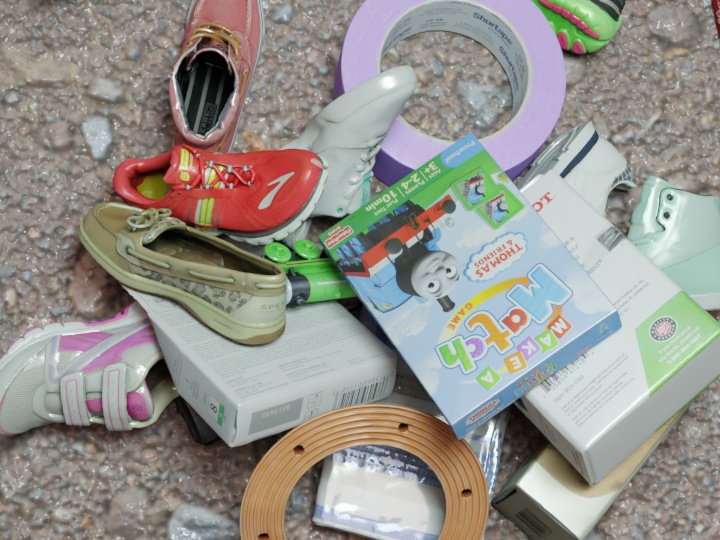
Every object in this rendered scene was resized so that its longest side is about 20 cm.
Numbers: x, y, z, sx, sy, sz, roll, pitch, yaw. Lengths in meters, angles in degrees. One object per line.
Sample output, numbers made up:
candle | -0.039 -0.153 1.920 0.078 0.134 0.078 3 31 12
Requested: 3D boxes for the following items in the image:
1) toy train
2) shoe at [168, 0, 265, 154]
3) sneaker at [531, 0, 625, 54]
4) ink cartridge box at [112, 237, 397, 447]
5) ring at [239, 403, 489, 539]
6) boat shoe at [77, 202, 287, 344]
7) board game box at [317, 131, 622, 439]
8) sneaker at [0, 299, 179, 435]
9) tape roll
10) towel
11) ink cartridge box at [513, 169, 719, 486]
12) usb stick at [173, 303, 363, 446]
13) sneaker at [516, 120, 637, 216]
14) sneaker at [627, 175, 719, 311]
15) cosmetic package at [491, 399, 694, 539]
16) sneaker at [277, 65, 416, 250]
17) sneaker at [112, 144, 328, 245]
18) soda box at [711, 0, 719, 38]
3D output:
toy train | 0.000 0.000 1.287 0.199 0.042 0.056 -7 47 -37
shoe | -0.122 -0.185 1.341 0.071 0.091 0.201 10 73 -4
sneaker | 0.158 -0.280 1.425 0.200 0.077 0.084 42 55 3
ink cartridge box | -0.091 0.050 1.249 0.160 0.050 0.200 -15 39 -37
ring | 0.003 0.190 1.230 0.199 0.019 0.201 -3 114 -7
boat shoe | -0.137 -0.013 1.227 0.199 0.063 0.073 26 35 21
board game box | 0.081 0.008 1.194 0.151 0.037 0.200 -34 61 -3
sneaker | -0.205 0.086 1.241 0.199 0.082 0.088 -23 47 -12
tape roll | 0.078 -0.165 1.376 0.199 0.066 0.201 2 74 -6
towel | 0.049 0.132 1.292 0.146 0.024 0.201 14 80 -6
ink cartridge box | 0.166 0.042 1.223 0.145 0.084 0.200 -39 61 -6
usb stick | -0.059 0.084 1.302 0.199 0.033 0.056 -24 78 -14
sneaker | 0.160 -0.037 1.349 0.081 0.076 0.200 45 78 -14
sneaker | 0.221 -0.020 1.333 0.199 0.074 0.119 -4 91 -15
cosmetic package | 0.203 0.133 1.286 0.071 0.105 0.200 40 71 5
sneaker | -0.011 -0.091 1.297 0.089 0.200 0.075 55 35 4
sneaker | -0.120 -0.068 1.263 0.199 0.085 0.077 -6 63 32
soda box | 0.374 -0.202 1.422 0.063 0.070 0.201 -6 75 -8
